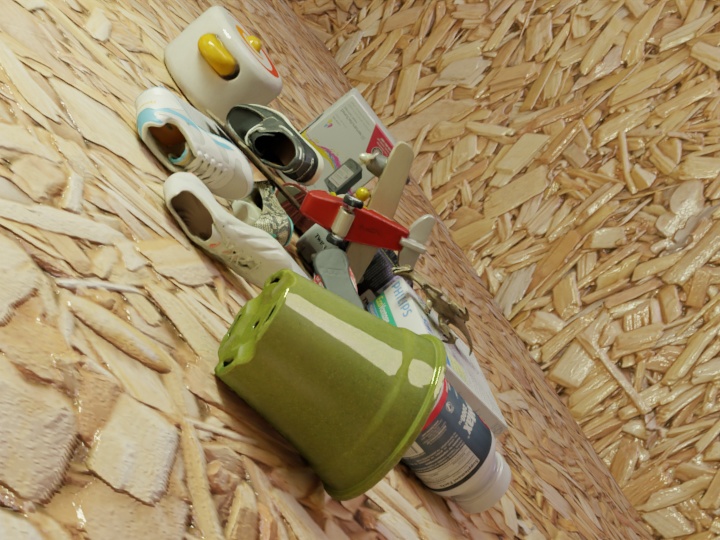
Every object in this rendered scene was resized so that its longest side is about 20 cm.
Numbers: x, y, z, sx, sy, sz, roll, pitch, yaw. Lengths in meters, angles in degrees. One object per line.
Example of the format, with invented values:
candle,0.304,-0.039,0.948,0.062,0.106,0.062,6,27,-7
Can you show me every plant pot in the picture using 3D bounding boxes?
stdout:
plant pot,-0.043,0.102,1.217,0.184,0.201,0.201,37,15,-18

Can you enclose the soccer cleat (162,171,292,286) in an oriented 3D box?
soccer cleat,-0.164,-0.039,1.438,0.200,0.069,0.078,42,18,-18

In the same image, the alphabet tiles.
alphabet tiles,-0.151,-0.157,1.742,0.200,0.006,0.166,48,-3,-29

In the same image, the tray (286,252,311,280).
tray,-0.101,0.024,1.614,0.108,0.022,0.200,50,10,-18

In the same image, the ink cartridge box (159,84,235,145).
ink cartridge box,-0.232,-0.195,1.721,0.095,0.037,0.200,58,9,23

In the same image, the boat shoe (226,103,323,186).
boat shoe,-0.136,-0.195,1.727,0.200,0.072,0.067,39,16,36

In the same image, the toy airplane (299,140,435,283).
toy airplane,0.009,-0.073,1.749,0.141,0.199,0.201,37,-29,50

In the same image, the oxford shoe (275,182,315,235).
oxford shoe,-0.064,-0.068,1.956,0.201,0.070,0.075,53,4,-7

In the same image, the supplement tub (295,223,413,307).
supplement tub,0.000,0.000,1.857,0.201,0.122,0.122,52,10,1

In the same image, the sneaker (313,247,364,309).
sneaker,-0.024,0.074,1.622,0.109,0.066,0.203,80,-1,-47

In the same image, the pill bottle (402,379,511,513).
pill bottle,0.114,0.233,1.599,0.200,0.119,0.120,48,11,-25

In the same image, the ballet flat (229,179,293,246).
ballet flat,-0.147,-0.088,1.666,0.074,0.068,0.200,14,18,-19

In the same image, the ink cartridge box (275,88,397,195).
ink cartridge box,-0.044,-0.210,2.143,0.148,0.199,0.086,50,11,-12

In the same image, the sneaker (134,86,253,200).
sneaker,-0.220,-0.149,1.550,0.200,0.076,0.081,39,25,-33

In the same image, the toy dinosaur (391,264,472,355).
toy dinosaur,0.129,0.060,1.712,0.200,0.058,0.101,48,10,-22

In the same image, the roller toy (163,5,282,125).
roller toy,-0.222,-0.337,1.944,0.200,0.139,0.183,42,14,-43

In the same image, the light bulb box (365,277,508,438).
light bulb box,0.093,0.155,1.746,0.200,0.124,0.199,45,13,-31
